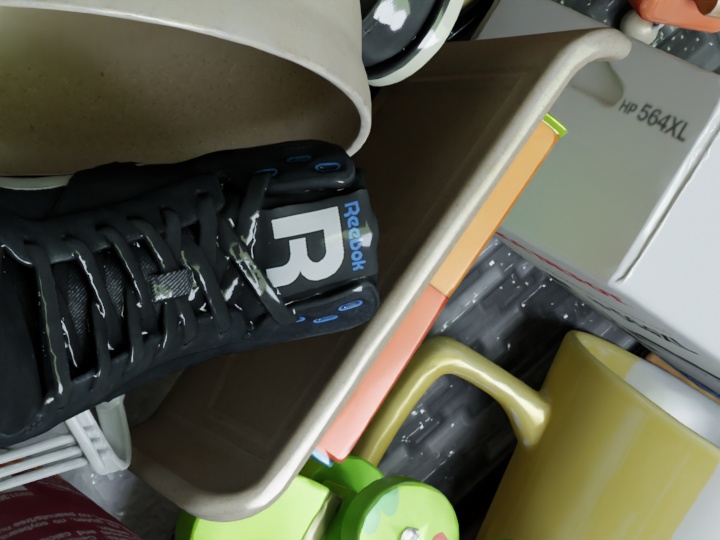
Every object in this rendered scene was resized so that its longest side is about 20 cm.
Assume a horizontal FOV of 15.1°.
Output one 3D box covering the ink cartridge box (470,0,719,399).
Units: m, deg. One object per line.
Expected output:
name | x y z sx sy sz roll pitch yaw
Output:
ink cartridge box | 0.131 -0.008 1.017 0.200 0.146 0.085 33 89 -37

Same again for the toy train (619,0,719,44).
toy train | 0.094 -0.145 0.972 0.199 0.056 0.151 12 123 -34

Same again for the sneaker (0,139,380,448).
sneaker | -0.055 -0.003 0.753 0.200 0.111 0.074 -38 118 -72

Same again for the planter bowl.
planter bowl | -0.094 -0.110 0.812 0.199 0.200 0.136 11 74 -37

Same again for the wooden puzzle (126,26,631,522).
wooden puzzle | 0.000 0.000 0.908 0.037 0.185 0.200 41 83 -13

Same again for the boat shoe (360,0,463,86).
boat shoe | 0.000 -0.159 0.880 0.063 0.073 0.203 22 63 -46

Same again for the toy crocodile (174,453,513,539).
toy crocodile | 0.028 0.112 0.937 0.199 0.067 0.062 29 83 -27

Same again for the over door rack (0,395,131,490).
over door rack | -0.170 0.012 0.815 0.147 0.067 0.200 -18 142 9

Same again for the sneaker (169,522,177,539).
sneaker | -0.046 0.176 0.994 0.066 0.090 0.202 8 95 8

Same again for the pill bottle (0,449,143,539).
pill bottle | -0.092 0.142 0.881 0.114 0.200 0.115 -13 114 -30

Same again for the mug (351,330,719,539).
mug | 0.091 0.117 1.063 0.154 0.186 0.149 -58 161 8
